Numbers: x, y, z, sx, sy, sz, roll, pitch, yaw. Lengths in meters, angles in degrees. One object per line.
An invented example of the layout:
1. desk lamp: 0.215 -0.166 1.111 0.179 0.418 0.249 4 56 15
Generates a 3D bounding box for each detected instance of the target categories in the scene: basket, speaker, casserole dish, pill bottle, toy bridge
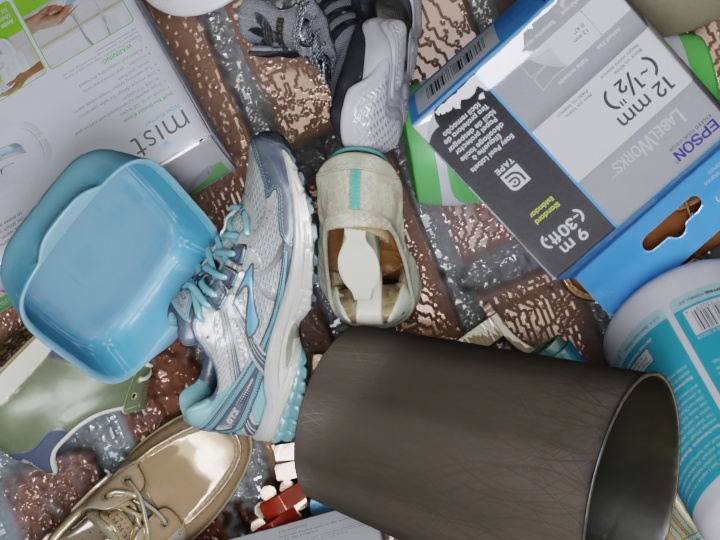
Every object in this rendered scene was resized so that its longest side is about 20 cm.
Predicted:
1. basket: 0.072 0.113 1.129 0.199 0.181 0.136 15 50 28
2. speaker: 0.127 -0.097 1.225 0.198 0.088 0.089 -11 90 0
3. casserole dish: -0.150 -0.005 1.130 0.039 0.200 0.121 34 83 23
4. pill bottle: 0.237 0.099 1.171 0.110 0.111 0.201 -25 56 0
5. toy bridge: 0.139 0.105 1.254 0.067 0.027 0.201 -34 90 0

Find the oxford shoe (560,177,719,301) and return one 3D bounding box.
1. oxford shoe: 0.217 -0.043 1.233 0.199 0.071 0.072 -30 92 2

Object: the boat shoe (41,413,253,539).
1. boat shoe: -0.149 0.166 1.237 0.200 0.065 0.071 -43 90 1

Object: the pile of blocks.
1. pile of blocks: -0.031 0.143 1.238 0.082 0.062 0.201 25 91 0

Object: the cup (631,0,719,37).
1. cup: 0.174 -0.264 1.167 0.198 0.143 0.202 -1 72 3

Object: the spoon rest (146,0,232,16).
1. spoon rest: -0.066 -0.243 1.227 0.200 0.099 0.061 -43 46 -2

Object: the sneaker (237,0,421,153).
1. sneaker: -0.024 -0.139 1.188 0.113 0.201 0.076 3 128 8

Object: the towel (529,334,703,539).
1. towel: 0.135 0.156 1.230 0.146 0.022 0.201 -37 90 27

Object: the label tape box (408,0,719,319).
1. label tape box: 0.146 -0.073 1.154 0.143 0.066 0.200 -41 104 12

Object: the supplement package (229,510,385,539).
1. supplement package: -0.062 0.259 1.189 0.198 0.111 0.157 -15 117 1

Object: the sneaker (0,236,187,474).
1. sneaker: -0.163 0.049 1.243 0.200 0.067 0.090 -42 110 -8

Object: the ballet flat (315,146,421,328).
1. ballet flat: 0.000 0.000 1.172 0.067 0.200 0.063 -3 60 7

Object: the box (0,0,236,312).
1. box: -0.209 -0.095 1.202 0.199 0.097 0.177 -32 78 0

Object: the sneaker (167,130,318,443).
1. sneaker: -0.073 0.014 1.161 0.086 0.078 0.202 0 109 -12
